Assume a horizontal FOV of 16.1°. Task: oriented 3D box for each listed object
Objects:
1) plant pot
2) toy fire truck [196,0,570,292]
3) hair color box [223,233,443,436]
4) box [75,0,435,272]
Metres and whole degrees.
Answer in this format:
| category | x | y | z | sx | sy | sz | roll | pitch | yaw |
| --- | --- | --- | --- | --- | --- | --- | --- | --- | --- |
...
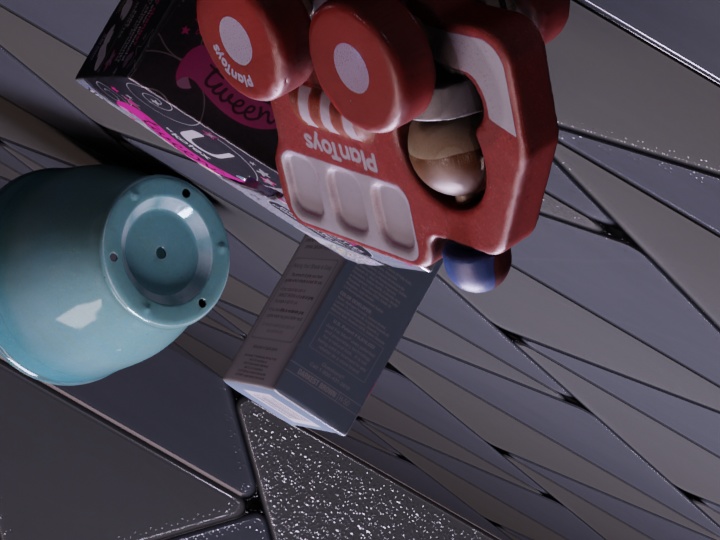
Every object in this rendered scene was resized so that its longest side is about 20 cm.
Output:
| category | x | y | z | sx | sy | sz | roll | pitch | yaw |
| --- | --- | --- | --- | --- | --- | --- | --- | --- | --- |
| plant pot | -0.220 | -0.007 | 2.273 | 0.200 | 0.201 | 0.187 | 34 | 154 | -27 |
| toy fire truck | 0.021 | -0.077 | 1.209 | 0.199 | 0.112 | 0.169 | 20 | 132 | 46 |
| hair color box | 0.000 | 0.000 | 1.600 | 0.060 | 0.201 | 0.099 | 33 | 169 | -20 |
| box | -0.029 | -0.103 | 1.368 | 0.199 | 0.133 | 0.115 | 32 | 171 | -18 |
